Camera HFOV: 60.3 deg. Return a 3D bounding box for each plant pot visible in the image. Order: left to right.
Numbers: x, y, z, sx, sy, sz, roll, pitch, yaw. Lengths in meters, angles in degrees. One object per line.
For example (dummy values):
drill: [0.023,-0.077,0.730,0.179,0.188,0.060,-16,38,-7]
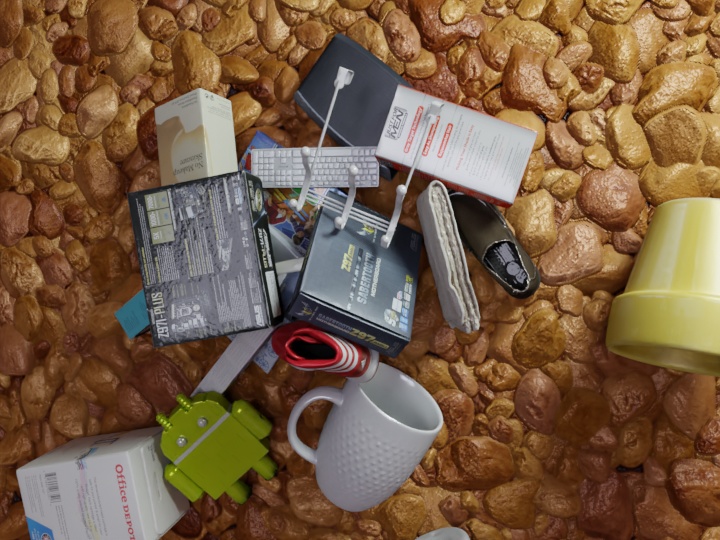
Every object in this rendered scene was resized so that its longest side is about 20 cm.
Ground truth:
plant pot: [0.424,0.022,0.776,0.196,0.201,0.193,12,79,11]

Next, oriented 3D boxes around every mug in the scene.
mug: [-0.008,0.235,0.881,0.197,0.148,0.177,25,108,-15]

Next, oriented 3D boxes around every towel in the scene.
towel: [0.116,-0.016,0.858,0.034,0.133,0.204,-15,90,-3]

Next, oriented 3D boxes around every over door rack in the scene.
over door rack: [0.004,-0.150,0.797,0.145,0.067,0.204,22,93,8]

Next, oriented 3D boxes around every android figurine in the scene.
android figurine: [-0.225,0.272,0.960,0.181,0.041,0.201,-40,106,7]

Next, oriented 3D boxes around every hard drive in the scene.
hard drive: [0.004,-0.244,0.914,0.199,0.042,0.136,41,100,7]

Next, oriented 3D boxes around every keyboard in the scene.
keyboard: [-0.068,-0.151,0.910,0.195,0.011,0.058,1,99,12]

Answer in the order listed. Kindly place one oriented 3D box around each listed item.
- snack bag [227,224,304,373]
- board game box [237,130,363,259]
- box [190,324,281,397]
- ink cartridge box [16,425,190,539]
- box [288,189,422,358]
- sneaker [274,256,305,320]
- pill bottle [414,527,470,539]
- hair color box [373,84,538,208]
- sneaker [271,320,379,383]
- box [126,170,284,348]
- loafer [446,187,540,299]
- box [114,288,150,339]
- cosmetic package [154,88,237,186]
snack bag: [-0.159,0.029,0.954,0.188,0.021,0.201,42,113,7]
board game box: [-0.110,-0.099,0.949,0.199,0.034,0.137,36,100,8]
box: [-0.193,0.138,0.958,0.041,0.039,0.201,41,112,5]
ink cartridge box: [-0.397,0.346,0.978,0.195,0.145,0.151,-11,92,12]
box: [0.000,0.000,0.836,0.155,0.202,0.051,24,135,-11]
sneaker: [-0.130,0.034,0.894,0.196,0.075,0.087,-10,92,17]
pill bottle: [0.139,0.492,0.891,0.112,0.114,0.204,-22,89,12]
hair color box: [0.127,-0.166,0.842,0.196,0.061,0.103,21,93,7]
sneaker: [-0.077,0.094,0.837,0.197,0.115,0.080,2,73,41]
box: [-0.201,-0.014,0.822,0.160,0.086,0.205,-10,91,6]
loafer: [0.183,-0.046,0.872,0.073,0.071,0.200,-43,84,11]
box: [-0.279,0.027,0.945,0.199,0.082,0.050,-35,88,26]
cosmetic package: [-0.243,-0.153,0.929,0.103,0.071,0.205,-13,81,29]
